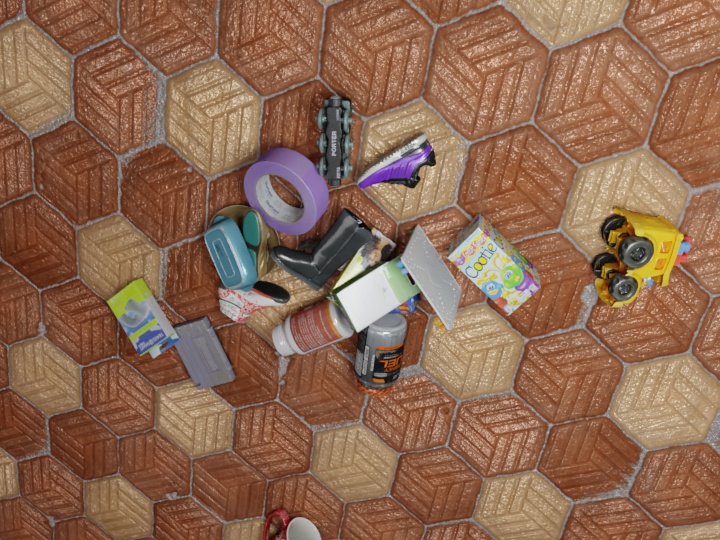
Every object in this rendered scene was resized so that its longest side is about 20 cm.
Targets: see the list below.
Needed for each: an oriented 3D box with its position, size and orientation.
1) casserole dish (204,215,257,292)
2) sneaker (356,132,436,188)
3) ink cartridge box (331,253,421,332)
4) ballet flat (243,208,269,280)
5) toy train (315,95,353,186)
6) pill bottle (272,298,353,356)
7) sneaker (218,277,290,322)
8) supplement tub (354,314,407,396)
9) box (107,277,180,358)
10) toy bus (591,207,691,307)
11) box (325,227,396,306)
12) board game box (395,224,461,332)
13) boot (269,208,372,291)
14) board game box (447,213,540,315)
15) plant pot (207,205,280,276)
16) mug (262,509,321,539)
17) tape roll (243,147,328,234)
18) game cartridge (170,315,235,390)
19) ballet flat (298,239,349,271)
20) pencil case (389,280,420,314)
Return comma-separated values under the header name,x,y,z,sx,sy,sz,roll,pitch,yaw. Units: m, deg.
name,x,y,z,sx,sy,sz,roll,pitch,yaw
casserole dish,-0.328,-0.036,1.650,0.120,0.039,0.203,-18,95,43
sneaker,0.087,-0.223,1.523,0.198,0.070,0.100,-29,106,23
ink cartridge box,0.043,0.045,1.550,0.198,0.059,0.105,-32,101,-11
ballet flat,-0.255,-0.067,1.642,0.068,0.063,0.203,28,126,27
toy train,-0.053,-0.296,1.499,0.084,0.114,0.203,4,115,7
pill bottle,-0.124,0.148,1.706,0.198,0.112,0.113,-22,106,20
sneaker,-0.280,0.086,1.742,0.198,0.067,0.110,13,116,11
supplement tub,0.048,0.209,1.687,0.120,0.123,0.203,11,116,8
box,-0.597,0.138,1.828,0.121,0.048,0.202,-32,91,23
toy bus,0.629,-0.024,1.463,0.188,0.136,0.203,4,117,-6
box,0.000,0.000,1.594,0.075,0.050,0.202,33,85,-10
board game box,0.160,0.016,1.534,0.026,0.200,0.201,-29,104,26
boot,-0.090,-0.065,1.548,0.164,0.066,0.200,34,114,-31
board game box,0.310,-0.015,1.540,0.200,0.105,0.103,42,115,-8
plant pot,-0.296,-0.073,1.699,0.196,0.028,0.203,4,113,10
mug,-0.233,0.846,2.043,0.132,0.179,0.200,20,128,-38
tape roll,-0.175,-0.184,1.562,0.197,0.066,0.202,19,136,19
game cartridge,-0.442,0.232,1.860,0.128,0.038,0.203,-17,108,15
ballet flat,-0.063,-0.027,1.642,0.197,0.072,0.073,12,115,8
pencil case,0.049,0.061,1.648,0.196,0.088,0.078,2,150,13
